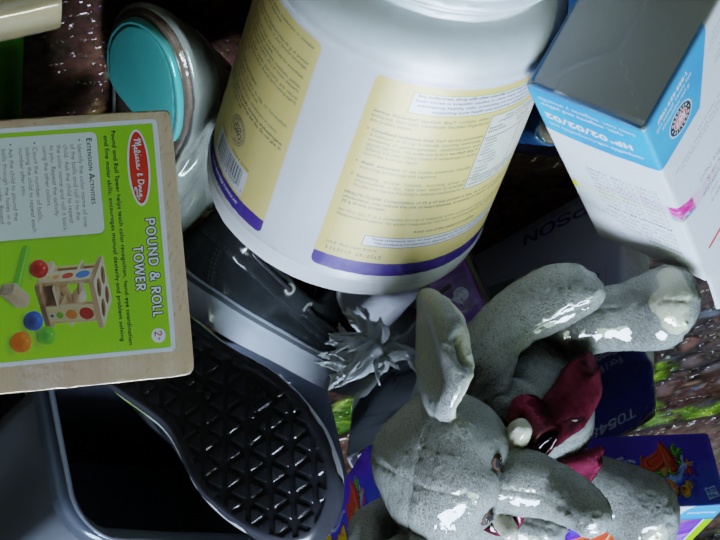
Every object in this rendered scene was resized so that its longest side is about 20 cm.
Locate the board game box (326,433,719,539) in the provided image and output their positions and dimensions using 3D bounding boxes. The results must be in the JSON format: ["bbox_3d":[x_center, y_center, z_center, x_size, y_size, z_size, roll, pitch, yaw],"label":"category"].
[{"bbox_3d":[0.080,0.141,1.397,0.200,0.045,0.134,-1,150,-20],"label":"board game box"}]

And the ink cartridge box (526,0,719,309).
[{"bbox_3d":[0.156,-0.077,1.247,0.115,0.068,0.200,-59,152,-15],"label":"ink cartridge box"}]

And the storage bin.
[{"bbox_3d":[-0.124,0.130,1.459,0.200,0.146,0.134,6,150,-40],"label":"storage bin"}]

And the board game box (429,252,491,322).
[{"bbox_3d":[0.058,0.017,1.422,0.032,0.200,0.120,-26,152,8],"label":"board game box"}]

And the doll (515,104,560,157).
[{"bbox_3d":[0.126,-0.079,1.389,0.200,0.049,0.136,6,-169,12],"label":"doll"}]

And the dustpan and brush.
[{"bbox_3d":[0.000,0.000,1.416,0.057,0.140,0.200,-41,143,18],"label":"dustpan and brush"}]

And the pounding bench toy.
[{"bbox_3d":[-0.166,-0.043,1.245,0.124,0.200,0.156,-6,-179,-16],"label":"pounding bench toy"}]

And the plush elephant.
[{"bbox_3d":[0.067,0.084,1.239,0.200,0.155,0.165,11,116,3],"label":"plush elephant"}]

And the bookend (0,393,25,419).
[{"bbox_3d":[-0.277,0.106,1.516,0.199,0.092,0.200,-27,141,-6],"label":"bookend"}]

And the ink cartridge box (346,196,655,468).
[{"bbox_3d":[0.082,0.054,1.518,0.199,0.200,0.041,-30,119,22],"label":"ink cartridge box"}]

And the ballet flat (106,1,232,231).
[{"bbox_3d":[-0.096,-0.085,1.321,0.064,0.067,0.200,-35,161,-26],"label":"ballet flat"}]

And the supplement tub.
[{"bbox_3d":[0.015,-0.103,1.227,0.145,0.145,0.200,-3,137,-24],"label":"supplement tub"}]

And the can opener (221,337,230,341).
[{"bbox_3d":[-0.027,0.024,1.544,0.066,0.053,0.200,-1,147,-29],"label":"can opener"}]

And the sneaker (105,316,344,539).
[{"bbox_3d":[-0.069,0.077,1.344,0.072,0.200,0.083,-45,148,-1],"label":"sneaker"}]

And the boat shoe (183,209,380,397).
[{"bbox_3d":[-0.038,0.020,1.441,0.057,0.069,0.200,-53,145,6],"label":"boat shoe"}]

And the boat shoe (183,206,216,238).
[{"bbox_3d":[-0.140,0.005,1.433,0.200,0.068,0.072,1,147,-29],"label":"boat shoe"}]

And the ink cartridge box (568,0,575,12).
[{"bbox_3d":[0.159,-0.150,1.320,0.200,0.067,0.116,0,147,-28],"label":"ink cartridge box"}]
